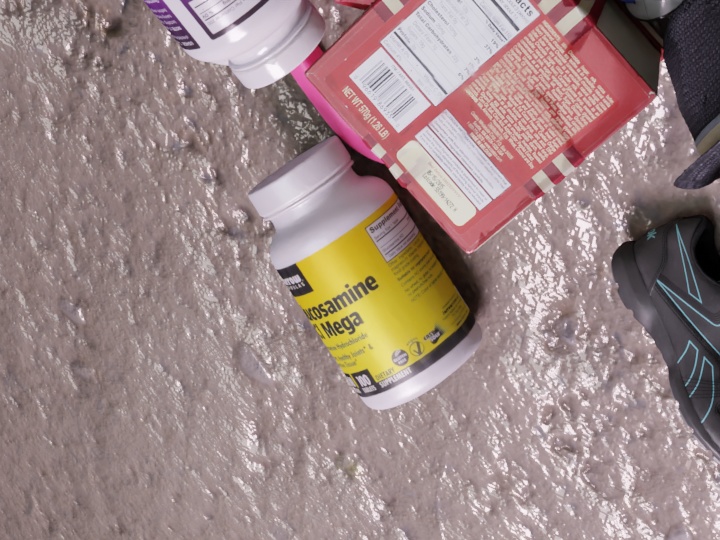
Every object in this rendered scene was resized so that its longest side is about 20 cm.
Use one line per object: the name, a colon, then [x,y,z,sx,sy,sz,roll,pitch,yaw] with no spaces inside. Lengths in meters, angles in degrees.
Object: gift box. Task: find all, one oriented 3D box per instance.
gift box: [0.073,-0.139,1.006,0.200,0.187,0.185,-35,98,22]

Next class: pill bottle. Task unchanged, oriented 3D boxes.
pill bottle: [-0.112,-0.228,1.079,0.112,0.113,0.200,-14,127,39]
pill bottle: [0.000,0.000,1.206,0.112,0.112,0.200,-26,101,41]

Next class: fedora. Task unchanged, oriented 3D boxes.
fedora: [0.243,-0.139,0.916,0.092,0.200,0.201,53,133,9]

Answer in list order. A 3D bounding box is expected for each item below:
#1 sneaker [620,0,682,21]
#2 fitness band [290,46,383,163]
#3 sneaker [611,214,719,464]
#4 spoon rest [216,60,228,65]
sneaker: [0.168,-0.215,0.954,0.198,0.081,0.115,14,137,-5]
fitness band: [0.005,-0.171,1.147,0.143,0.037,0.200,-30,98,42]
sneaker: [0.251,0.055,1.074,0.079,0.075,0.201,-34,76,28]
spoon rest: [-0.124,-0.246,1.184,0.099,0.061,0.201,10,136,31]
